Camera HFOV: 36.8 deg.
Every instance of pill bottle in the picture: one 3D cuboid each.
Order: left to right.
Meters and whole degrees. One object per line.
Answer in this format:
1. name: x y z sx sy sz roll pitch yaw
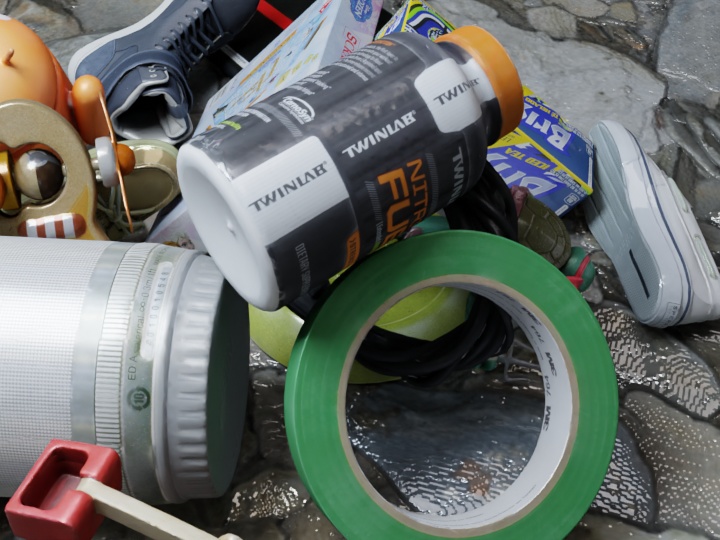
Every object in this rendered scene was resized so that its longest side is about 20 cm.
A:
1. pill bottle: 0.001 -0.070 0.629 0.198 0.107 0.106 -32 51 -21

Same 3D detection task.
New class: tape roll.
1. tape roll: 0.054 0.079 0.647 0.197 0.048 0.204 0 88 -11

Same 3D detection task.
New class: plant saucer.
1. plant saucer: 0.000 0.000 0.833 0.196 0.031 0.202 0 44 0

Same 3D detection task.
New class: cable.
1. cable: 0.025 -0.019 0.718 0.199 0.051 0.164 36 94 10

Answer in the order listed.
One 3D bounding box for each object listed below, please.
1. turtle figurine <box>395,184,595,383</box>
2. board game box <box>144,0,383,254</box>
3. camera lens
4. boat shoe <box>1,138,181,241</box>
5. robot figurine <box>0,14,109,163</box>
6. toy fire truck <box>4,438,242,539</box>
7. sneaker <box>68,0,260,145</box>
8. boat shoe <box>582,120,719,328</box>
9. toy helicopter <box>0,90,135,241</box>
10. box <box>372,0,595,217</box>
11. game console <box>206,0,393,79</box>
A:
1. turtle figurine: 0.095 -0.020 0.775 0.198 0.101 0.151 30 51 3
2. board game box: -0.075 -0.119 0.859 0.041 0.199 0.201 38 40 -23
3. camera lens: -0.178 0.062 0.678 0.196 0.162 0.161 3 44 4
4. boat shoe: -0.222 -0.037 0.825 0.197 0.074 0.064 -18 44 6
5. robot figurine: -0.280 -0.128 0.852 0.143 0.200 0.117 35 80 7
6. toy fire truck: -0.080 0.172 0.576 0.197 0.143 0.049 14 45 15
7. sneaker: -0.156 -0.191 0.978 0.201 0.077 0.146 -35 41 -7
8. boat shoe: 0.227 -0.035 0.847 0.066 0.074 0.202 6 51 -16
9. toy helicopter: -0.196 -0.034 0.770 0.132 0.201 0.079 -38 17 -4
10. box: 0.092 -0.119 0.850 0.199 0.070 0.065 35 41 -19
11. game console: -0.067 -0.236 1.084 0.176 0.031 0.200 -33 51 -21
